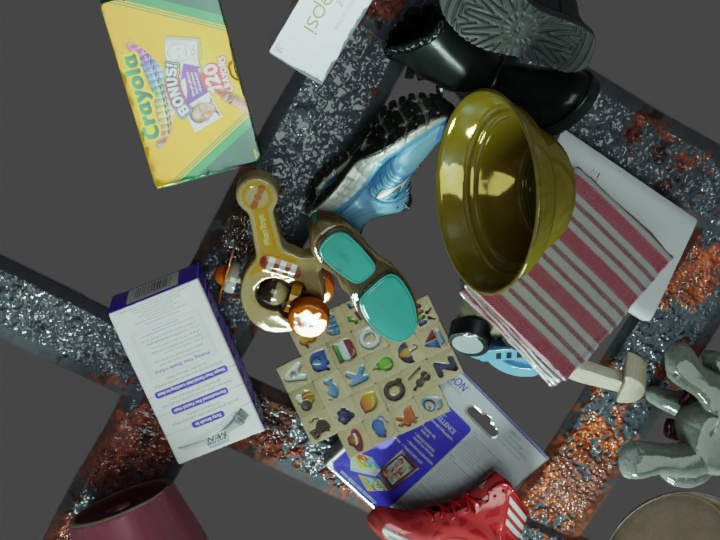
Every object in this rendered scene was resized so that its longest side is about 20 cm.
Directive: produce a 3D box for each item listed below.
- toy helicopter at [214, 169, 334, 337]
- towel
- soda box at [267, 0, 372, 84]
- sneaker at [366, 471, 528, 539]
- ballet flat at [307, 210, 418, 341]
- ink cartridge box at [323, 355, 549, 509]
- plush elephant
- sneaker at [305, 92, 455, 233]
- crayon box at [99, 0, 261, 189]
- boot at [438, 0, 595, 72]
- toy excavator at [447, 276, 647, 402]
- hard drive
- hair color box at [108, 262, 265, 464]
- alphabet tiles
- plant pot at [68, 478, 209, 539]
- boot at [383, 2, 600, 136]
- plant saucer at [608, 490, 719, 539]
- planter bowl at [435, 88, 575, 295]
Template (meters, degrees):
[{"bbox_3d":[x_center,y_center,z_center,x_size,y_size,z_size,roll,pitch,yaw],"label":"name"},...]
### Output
[{"bbox_3d":[-0.106,-0.018,1.248,0.131,0.079,0.202,-5,123,8],"label":"toy helicopter"},{"bbox_3d":[0.219,0.004,1.217,0.146,0.030,0.200,45,74,2],"label":"towel"},{"bbox_3d":[-0.018,-0.298,1.183,0.068,0.064,0.201,29,104,-16],"label":"soda box"},{"bbox_3d":[0.109,0.278,1.353,0.198,0.078,0.117,19,98,-27],"label":"sneaker"},{"bbox_3d":[0.000,0.000,1.265,0.068,0.073,0.200,-38,131,6],"label":"ballet flat"},{"bbox_3d":[0.091,0.223,1.382,0.200,0.043,0.198,-42,108,9],"label":"ink cartridge box"},{"bbox_3d":[0.404,0.170,1.354,0.198,0.155,0.167,15,97,-3],"label":"plush elephant"},{"bbox_3d":[0.033,-0.112,1.248,0.200,0.079,0.090,-39,123,25],"label":"sneaker"},{"bbox_3d":[-0.185,-0.199,1.199,0.117,0.058,0.202,-15,110,-2],"label":"crayon box"},{"bbox_3d":[0.143,-0.281,1.133,0.164,0.201,0.066,24,123,-18],"label":"boot"},{"bbox_3d":[0.217,0.083,1.317,0.192,0.101,0.201,-5,141,26],"label":"toy excavator"},{"bbox_3d":[0.271,-0.050,1.284,0.199,0.026,0.133,31,80,-17],"label":"hard drive"},{"bbox_3d":[-0.194,0.105,1.300,0.108,0.065,0.202,-21,108,0],"label":"hair color box"},{"bbox_3d":[0.010,0.115,1.328,0.198,0.006,0.168,-26,94,7],"label":"alphabet tiles"},{"bbox_3d":[-0.245,0.348,1.320,0.198,0.200,0.181,-19,95,0],"label":"plant pot"},{"bbox_3d":[0.126,-0.207,1.165,0.162,0.198,0.074,35,76,-27],"label":"boot"},{"bbox_3d":[0.401,0.365,1.472,0.198,0.035,0.203,-2,108,-6],"label":"plant saucer"},{"bbox_3d":[0.156,-0.079,1.139,0.083,0.200,0.203,-5,110,-24],"label":"planter bowl"}]
